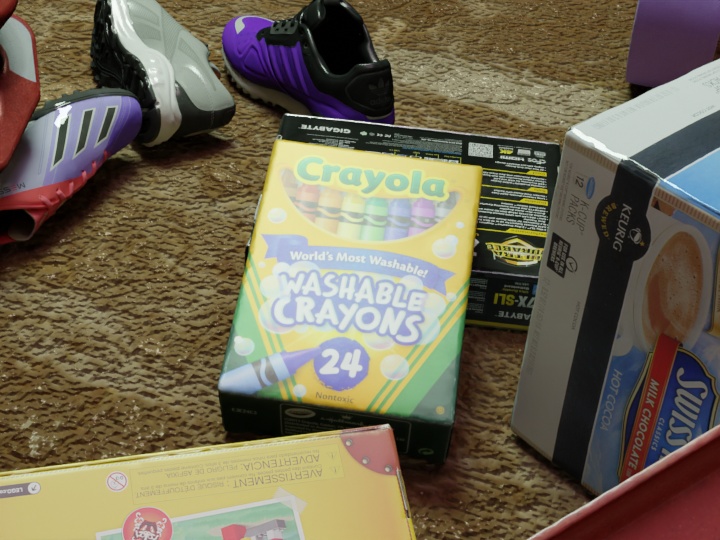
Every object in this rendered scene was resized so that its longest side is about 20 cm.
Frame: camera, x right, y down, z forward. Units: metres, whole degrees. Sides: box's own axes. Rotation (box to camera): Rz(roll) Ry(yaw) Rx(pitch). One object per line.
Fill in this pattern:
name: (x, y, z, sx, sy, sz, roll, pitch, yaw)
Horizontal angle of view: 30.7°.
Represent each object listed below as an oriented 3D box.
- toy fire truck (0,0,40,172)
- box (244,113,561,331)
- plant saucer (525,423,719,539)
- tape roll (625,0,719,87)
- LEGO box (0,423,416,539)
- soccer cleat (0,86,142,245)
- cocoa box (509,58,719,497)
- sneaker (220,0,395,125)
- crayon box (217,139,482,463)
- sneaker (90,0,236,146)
toy fire truck: (-0.283, -0.111, 0.765, 0.199, 0.112, 0.169, 9, 62, -40)
box: (0.034, -0.034, 0.858, 0.199, 0.050, 0.160, 6, 39, 1)
plant saucer: (0.161, 0.166, 0.518, 0.199, 0.037, 0.200, -26, 82, -20)
tape roll: (0.263, -0.241, 1.035, 0.065, 0.201, 0.200, 13, 37, 13)
LEGO box: (-0.071, 0.155, 0.527, 0.199, 0.077, 0.150, -5, 59, -13)
soccer cleat: (-0.212, -0.058, 0.858, 0.073, 0.068, 0.200, 43, 49, 19)
cocoa box: (0.178, 0.020, 0.672, 0.133, 0.201, 0.131, -25, 46, -34)
sneaker: (-0.035, -0.165, 0.981, 0.069, 0.100, 0.200, -19, 43, -32)
crayon box: (0.000, 0.000, 0.748, 0.125, 0.052, 0.201, 8, 57, 3)
sneaker: (-0.156, -0.162, 0.999, 0.079, 0.074, 0.200, -5, 43, -28)
